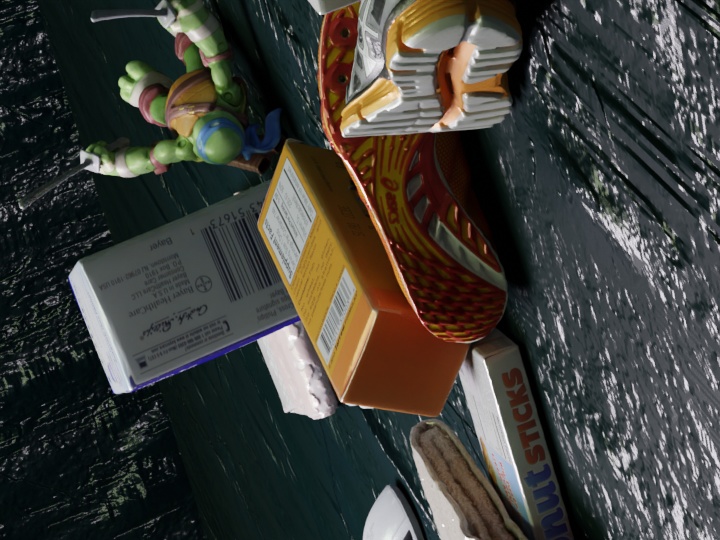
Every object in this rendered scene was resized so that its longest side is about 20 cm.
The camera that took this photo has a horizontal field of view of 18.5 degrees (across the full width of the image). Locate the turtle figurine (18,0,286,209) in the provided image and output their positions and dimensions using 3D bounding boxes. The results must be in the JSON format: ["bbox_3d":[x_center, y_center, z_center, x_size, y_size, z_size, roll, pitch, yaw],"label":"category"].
[{"bbox_3d":[-0.160,-0.145,1.654,0.194,0.198,0.145,-113,22,-67],"label":"turtle figurine"}]

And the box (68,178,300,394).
[{"bbox_3d":[-0.116,0.011,1.665,0.200,0.183,0.106,163,84,-80],"label":"box"}]

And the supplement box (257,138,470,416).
[{"bbox_3d":[0.000,0.000,1.276,0.200,0.066,0.069,-115,41,-54],"label":"supplement box"}]

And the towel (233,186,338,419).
[{"bbox_3d":[-0.077,0.033,1.928,0.191,0.032,0.201,158,90,-79],"label":"towel"}]

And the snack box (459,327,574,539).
[{"bbox_3d":[0.094,0.126,1.249,0.072,0.024,0.201,-140,31,-69],"label":"snack box"}]

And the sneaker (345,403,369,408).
[{"bbox_3d":[0.002,0.019,1.377,0.200,0.075,0.106,-151,42,-75],"label":"sneaker"}]

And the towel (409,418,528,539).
[{"bbox_3d":[0.078,0.184,1.281,0.200,0.034,0.133,-125,17,-62],"label":"towel"}]

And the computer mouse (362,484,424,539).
[{"bbox_3d":[0.034,0.258,1.759,0.110,0.044,0.201,-126,18,-58],"label":"computer mouse"}]

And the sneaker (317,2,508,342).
[{"bbox_3d":[0.021,-0.059,1.147,0.077,0.073,0.201,-112,6,-75],"label":"sneaker"}]

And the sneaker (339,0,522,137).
[{"bbox_3d":[0.032,-0.111,1.008,0.200,0.078,0.078,126,136,-74],"label":"sneaker"}]

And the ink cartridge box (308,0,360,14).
[{"bbox_3d":[-0.028,-0.239,1.047,0.115,0.067,0.201,-126,19,-55],"label":"ink cartridge box"}]
